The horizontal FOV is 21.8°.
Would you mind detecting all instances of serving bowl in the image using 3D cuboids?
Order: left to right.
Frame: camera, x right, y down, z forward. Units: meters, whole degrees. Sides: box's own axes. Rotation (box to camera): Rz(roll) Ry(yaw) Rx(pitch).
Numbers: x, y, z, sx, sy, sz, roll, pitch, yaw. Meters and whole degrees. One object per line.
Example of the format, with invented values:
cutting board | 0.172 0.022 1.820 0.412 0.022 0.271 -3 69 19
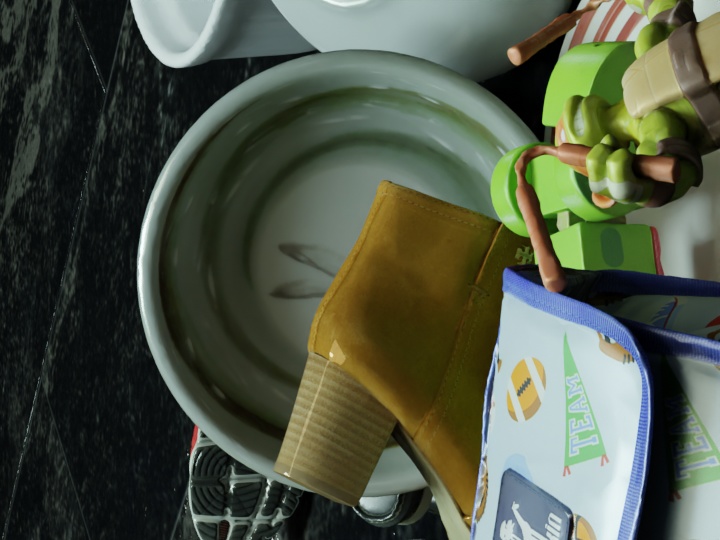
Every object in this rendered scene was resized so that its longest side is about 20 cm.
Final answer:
serving bowl | 0.006 -0.171 0.857 0.199 0.066 0.201 25 131 33

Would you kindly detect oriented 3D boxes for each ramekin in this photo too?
ramekin | -0.066 -0.221 1.108 0.200 0.097 0.202 179 90 -64

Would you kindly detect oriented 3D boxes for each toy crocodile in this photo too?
toy crocodile | 0.096 0.005 0.751 0.067 0.061 0.201 164 107 -63

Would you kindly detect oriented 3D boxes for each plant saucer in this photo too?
plant saucer | 0.000 0.000 0.849 0.050 0.199 0.201 -79 -9 -81

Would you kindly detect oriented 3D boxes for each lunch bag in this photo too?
lunch bag | 0.125 0.094 0.608 0.199 0.124 0.171 13 103 32

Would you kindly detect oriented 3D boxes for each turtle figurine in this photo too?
turtle figurine | 0.127 -0.067 0.653 0.161 0.064 0.200 -29 22 27

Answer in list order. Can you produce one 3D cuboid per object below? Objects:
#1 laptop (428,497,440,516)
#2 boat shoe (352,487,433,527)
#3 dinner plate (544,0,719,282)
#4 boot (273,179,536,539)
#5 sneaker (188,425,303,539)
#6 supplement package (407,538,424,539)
laptop | 0.026 0.020 1.030 0.199 0.103 0.178 18 110 37
boat shoe | -0.016 0.032 0.915 0.072 0.067 0.201 -11 94 44
dinner plate | 0.135 -0.044 0.777 0.200 0.024 0.201 9 100 64
boot | 0.071 0.057 0.799 0.145 0.201 0.071 -65 17 -8
sneaker | -0.074 0.079 1.192 0.085 0.077 0.201 174 101 -76
supplement package | -0.033 0.249 1.044 0.200 0.116 0.118 122 139 -49
